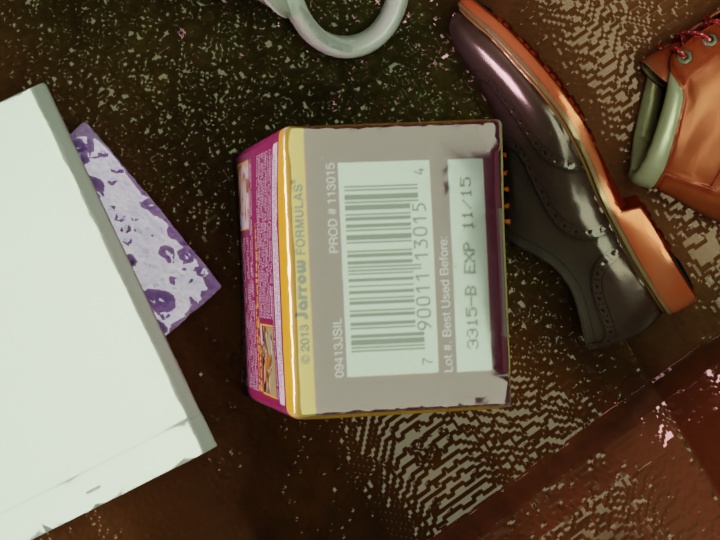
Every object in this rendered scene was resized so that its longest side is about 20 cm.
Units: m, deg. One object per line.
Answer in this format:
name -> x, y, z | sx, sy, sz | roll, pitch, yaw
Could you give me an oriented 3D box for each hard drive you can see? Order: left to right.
hard drive -> -0.173, 0.026, 0.956 | 0.131, 0.026, 0.201 | -26, 95, -9

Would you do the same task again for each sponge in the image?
sponge -> -0.179, 0.031, 0.983 | 0.200, 0.030, 0.112 | -41, 97, -7

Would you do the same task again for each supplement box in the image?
supplement box -> 0.000, 0.000, 0.927 | 0.102, 0.200, 0.132 | -3, 91, -10

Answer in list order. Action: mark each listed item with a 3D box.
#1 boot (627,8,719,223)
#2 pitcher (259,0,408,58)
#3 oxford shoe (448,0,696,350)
boot -> 0.209, -0.124, 1.031 | 0.107, 0.075, 0.201 | 16, 89, -5
pitcher -> -0.020, -0.221, 0.975 | 0.171, 0.121, 0.201 | 24, 97, -30
oxford shoe -> 0.095, -0.051, 1.012 | 0.072, 0.071, 0.201 | -33, 87, 11
